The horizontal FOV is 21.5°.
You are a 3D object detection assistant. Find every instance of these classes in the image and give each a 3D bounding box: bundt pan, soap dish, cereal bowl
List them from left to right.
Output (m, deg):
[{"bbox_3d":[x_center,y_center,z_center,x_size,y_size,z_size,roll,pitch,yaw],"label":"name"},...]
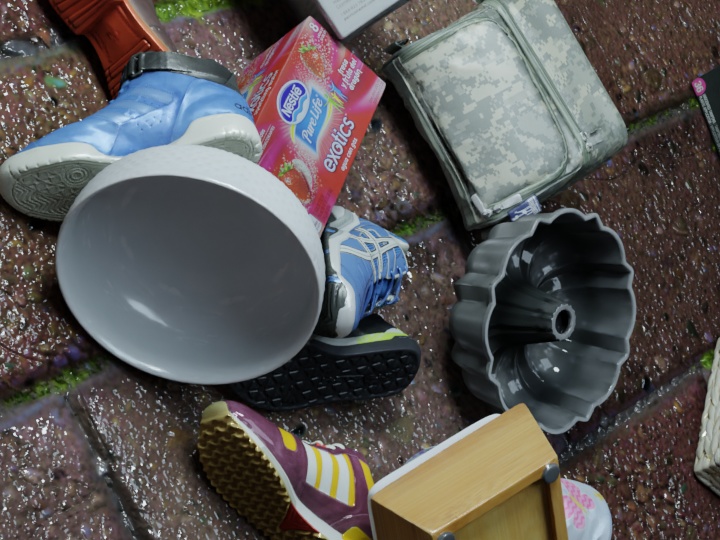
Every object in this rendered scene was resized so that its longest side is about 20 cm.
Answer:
[{"bbox_3d":[-0.120,-0.014,1.412,0.200,0.200,0.083,42,33,-19],"label":"cereal bowl"},{"bbox_3d":[0.093,0.226,1.481,0.157,0.081,0.201,-28,124,-28],"label":"soap dish"},{"bbox_3d":[0.154,0.041,1.691,0.201,0.076,0.203,-8,103,-41],"label":"bundt pan"}]

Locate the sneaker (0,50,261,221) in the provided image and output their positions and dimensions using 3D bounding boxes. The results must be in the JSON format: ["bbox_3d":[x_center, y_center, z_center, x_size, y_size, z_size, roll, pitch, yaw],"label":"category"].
[{"bbox_3d":[-0.183,-0.109,1.458,0.199,0.077,0.111,-14,49,-6],"label":"sneaker"}]

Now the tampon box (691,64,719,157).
[{"bbox_3d":[0.498,-0.185,2.090,0.126,0.200,0.150,-7,73,-45],"label":"tampon box"}]

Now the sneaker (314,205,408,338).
[{"bbox_3d":[0.000,0.000,1.541,0.077,0.076,0.200,15,23,-2],"label":"sneaker"}]

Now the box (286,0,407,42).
[{"bbox_3d":[-0.036,-0.305,1.656,0.106,0.152,0.200,-34,95,-6],"label":"box"}]

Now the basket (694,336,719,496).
[{"bbox_3d":[0.424,0.145,1.897,0.135,0.123,0.200,39,46,-22],"label":"basket"}]

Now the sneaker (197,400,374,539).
[{"bbox_3d":[-0.047,0.159,1.478,0.200,0.075,0.090,52,44,-23],"label":"sneaker"}]

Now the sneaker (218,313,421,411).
[{"bbox_3d":[-0.043,0.064,1.552,0.199,0.072,0.083,6,31,-38],"label":"sneaker"}]

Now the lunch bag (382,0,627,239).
[{"bbox_3d":[0.126,-0.145,1.767,0.167,0.139,0.201,-27,88,-31],"label":"lunch bag"}]

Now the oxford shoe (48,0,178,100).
[{"bbox_3d":[-0.175,-0.182,1.542,0.200,0.071,0.073,58,30,-10],"label":"oxford shoe"}]

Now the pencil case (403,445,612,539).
[{"bbox_3d":[0.122,0.207,1.602,0.199,0.083,0.091,16,54,-38],"label":"pencil case"}]

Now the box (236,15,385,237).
[{"bbox_3d":[-0.067,-0.101,1.574,0.095,0.100,0.200,40,47,-19],"label":"box"}]
